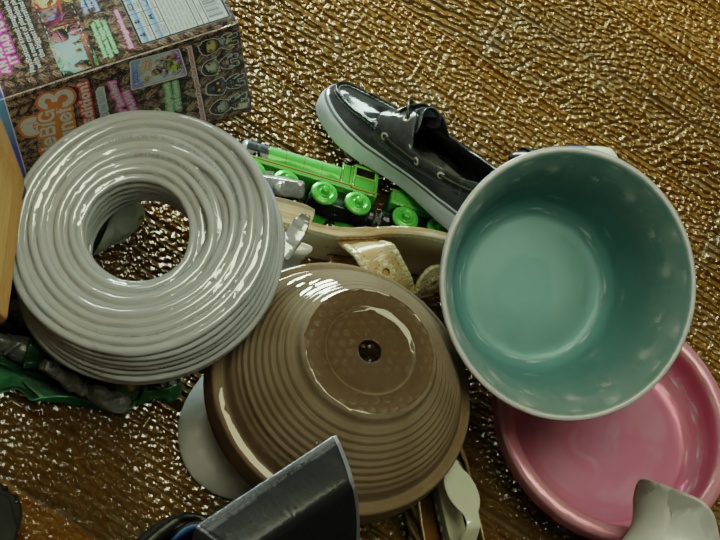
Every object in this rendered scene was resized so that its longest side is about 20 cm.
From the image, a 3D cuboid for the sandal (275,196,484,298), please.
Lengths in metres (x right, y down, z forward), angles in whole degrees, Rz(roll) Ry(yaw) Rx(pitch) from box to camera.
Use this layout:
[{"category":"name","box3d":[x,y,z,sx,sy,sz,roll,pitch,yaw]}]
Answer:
[{"category":"sandal","box3d":[-0.001,0.002,1.636,0.211,0.078,0.070,13,66,-4]}]

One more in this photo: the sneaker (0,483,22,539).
[{"category":"sneaker","box3d":[-0.287,0.162,1.458,0.091,0.076,0.201,-13,73,-37]}]

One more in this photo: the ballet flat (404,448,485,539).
[{"category":"ballet flat","box3d":[0.073,0.210,1.552,0.068,0.072,0.201,0,65,-22]}]

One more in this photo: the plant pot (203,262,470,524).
[{"category":"plant pot","box3d":[-0.006,0.075,1.508,0.200,0.093,0.202,8,62,-16]}]

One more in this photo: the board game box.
[{"category":"board game box","box3d":[-0.203,-0.173,1.579,0.199,0.097,0.160,-19,51,-10]}]

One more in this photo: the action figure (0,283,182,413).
[{"category":"action figure","box3d":[-0.225,0.056,1.539,0.199,0.055,0.119,21,56,-13]}]

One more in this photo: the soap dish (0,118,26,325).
[{"category":"soap dish","box3d":[-0.324,-0.005,1.449,0.081,0.199,0.158,44,33,-41]}]

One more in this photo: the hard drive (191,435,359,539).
[{"category":"hard drive","box3d":[-0.058,0.211,1.428,0.135,0.200,0.042,-31,58,-29]}]

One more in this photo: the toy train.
[{"category":"toy train","box3d":[-0.014,-0.060,1.680,0.199,0.042,0.057,17,50,-11]}]

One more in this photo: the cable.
[{"category":"cable","box3d":[-0.153,-0.018,1.492,0.199,0.069,0.201,20,70,11]}]

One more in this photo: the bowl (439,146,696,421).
[{"category":"bowl","box3d":[0.142,0.012,1.580,0.200,0.105,0.202,1,88,-14]}]

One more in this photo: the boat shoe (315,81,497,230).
[{"category":"boat shoe","box3d":[0.047,-0.101,1.677,0.070,0.066,0.200,-16,51,-45]}]

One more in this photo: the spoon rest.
[{"category":"spoon rest","box3d":[-0.079,0.077,1.584,0.099,0.061,0.201,15,73,-10]}]

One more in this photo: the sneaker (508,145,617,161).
[{"category":"sneaker","box3d":[0.176,-0.031,1.686,0.111,0.077,0.200,1,42,-20]}]

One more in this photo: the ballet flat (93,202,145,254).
[{"category":"ballet flat","box3d":[-0.191,-0.069,1.604,0.073,0.073,0.201,20,56,-9]}]

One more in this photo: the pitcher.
[{"category":"pitcher","box3d":[0.199,0.282,1.542,0.200,0.121,0.172,-49,126,-22]}]

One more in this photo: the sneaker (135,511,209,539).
[{"category":"sneaker","box3d":[-0.088,0.200,1.476,0.199,0.112,0.073,-19,72,-27]}]

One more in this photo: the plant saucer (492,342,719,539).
[{"category":"plant saucer","box3d":[0.194,0.125,1.652,0.200,0.051,0.201,8,63,-16]}]
